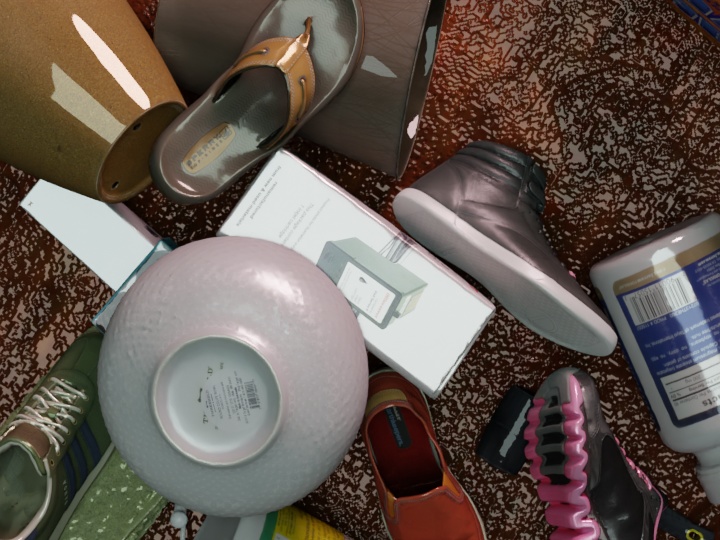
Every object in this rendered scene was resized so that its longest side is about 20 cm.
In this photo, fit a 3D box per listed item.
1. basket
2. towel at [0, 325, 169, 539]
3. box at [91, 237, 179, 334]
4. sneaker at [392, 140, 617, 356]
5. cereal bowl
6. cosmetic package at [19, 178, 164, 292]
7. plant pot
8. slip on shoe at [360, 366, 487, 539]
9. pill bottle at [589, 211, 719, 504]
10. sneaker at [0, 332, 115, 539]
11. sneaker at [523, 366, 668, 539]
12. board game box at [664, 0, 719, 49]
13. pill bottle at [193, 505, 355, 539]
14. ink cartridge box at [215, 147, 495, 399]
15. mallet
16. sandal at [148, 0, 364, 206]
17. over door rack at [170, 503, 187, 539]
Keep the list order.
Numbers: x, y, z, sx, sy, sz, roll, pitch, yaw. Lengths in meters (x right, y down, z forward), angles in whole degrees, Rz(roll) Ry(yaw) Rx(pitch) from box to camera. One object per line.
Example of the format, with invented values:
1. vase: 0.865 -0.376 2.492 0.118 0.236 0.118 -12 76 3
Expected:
1. basket: -0.046 -0.177 1.521 0.198 0.136 0.182 12 85 6
2. towel: -0.213 0.153 1.536 0.148 0.037 0.201 33 78 15
3. box: -0.097 0.072 1.492 0.200 0.049 0.082 41 92 -2
4. sneaker: 0.130 -0.025 1.525 0.199 0.071 0.099 37 65 11
5. cereal bowl: -0.094 0.081 1.421 0.198 0.083 0.202 1 100 7
6. cosmetic package: -0.167 -0.003 1.558 0.200 0.083 0.051 42 94 0
7. plant pot: -0.225 -0.144 1.476 0.200 0.186 0.187 41 94 19
8. slip on shoe: 0.046 0.173 1.555 0.073 0.061 0.202 -18 106 6
9. pill bottle: 0.260 0.067 1.522 0.110 0.111 0.201 -24 91 4
10. sneaker: -0.229 0.130 1.478 0.067 0.090 0.202 20 74 14
11. sneaker: 0.186 0.166 1.530 0.095 0.079 0.202 -14 100 -24
12. board game box: 0.292 -0.279 1.461 0.200 0.200 0.200 40 95 1
13. pill bottle: -0.031 0.253 1.533 0.199 0.113 0.113 30 94 -16
14. ink cartridge box: 0.000 0.000 1.516 0.199 0.146 0.084 37 93 1
15. mallet: 0.181 0.171 1.571 0.199 0.041 0.066 38 93 -3
16. sandal: -0.071 -0.128 1.424 0.200 0.055 0.082 -43 93 -5
17. over door rack: -0.204 0.216 1.577 0.146 0.067 0.202 1 93 4
